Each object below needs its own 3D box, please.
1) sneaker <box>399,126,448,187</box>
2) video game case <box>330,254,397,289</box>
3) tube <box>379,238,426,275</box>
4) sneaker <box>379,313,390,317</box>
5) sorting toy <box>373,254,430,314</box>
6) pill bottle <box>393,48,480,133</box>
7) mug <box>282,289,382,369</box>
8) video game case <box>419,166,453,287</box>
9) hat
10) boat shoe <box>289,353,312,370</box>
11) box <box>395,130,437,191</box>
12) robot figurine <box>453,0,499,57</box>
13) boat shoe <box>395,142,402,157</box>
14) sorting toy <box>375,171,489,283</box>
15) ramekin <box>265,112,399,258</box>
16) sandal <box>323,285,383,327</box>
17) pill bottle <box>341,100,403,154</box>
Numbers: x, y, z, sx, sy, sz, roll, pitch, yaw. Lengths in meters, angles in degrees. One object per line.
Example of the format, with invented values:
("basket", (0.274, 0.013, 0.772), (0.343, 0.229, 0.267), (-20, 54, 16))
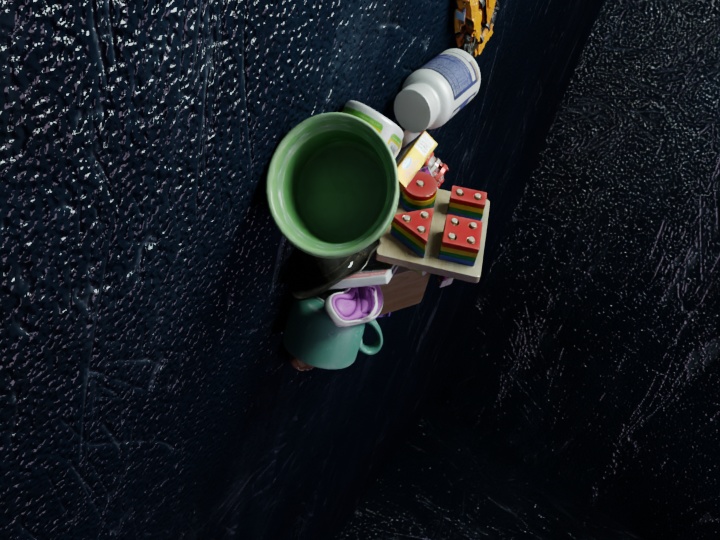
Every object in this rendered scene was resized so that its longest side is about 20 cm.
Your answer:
("sneaker", (0.136, -0.246, 1.449), (0.068, 0.106, 0.203), (-53, 161, -21))
("video game case", (0.000, 0.000, 1.331), (0.200, 0.139, 0.018), (-50, 132, -73))
("tube", (0.047, -0.054, 1.332), (0.052, 0.196, 0.059), (-51, 159, -35))
("sneaker", (0.052, 0.081, 1.750), (0.200, 0.082, 0.082), (-43, 156, -49))
("sorting toy", (0.047, 0.028, 1.532), (0.195, 0.071, 0.200), (-17, 155, -12))
("pill bottle", (0.145, -0.342, 1.322), (0.200, 0.109, 0.113), (-44, 157, -43))
("mug", (-0.054, 0.097, 1.329), (0.182, 0.151, 0.117), (-5, 120, -44))
("video game case", (0.157, -0.088, 1.457), (0.035, 0.205, 0.182), (-18, 163, -9))
("hat", (-0.060, -0.035, 1.232), (0.197, 0.082, 0.201), (-29, -163, 10))
("boat shoe", (-0.114, 0.174, 1.454), (0.070, 0.078, 0.200), (-22, 170, 0))
("box", (0.059, -0.181, 1.323), (0.120, 0.041, 0.199), (-54, -166, -25))
("robot figurine", (0.232, -0.520, 1.393), (0.147, 0.057, 0.201), (-58, 162, -12))
("boat shoe", (0.002, -0.170, 1.251), (0.200, 0.070, 0.070), (-48, 161, -14))
("sorting toy", (0.143, -0.095, 1.291), (0.071, 0.193, 0.203), (96, 8, -51))
("ramekin", (-0.033, -0.120, 1.017), (0.204, 0.197, 0.098), (-62, 170, 5))
("sandal", (0.003, 0.055, 1.269), (0.049, 0.084, 0.202), (-34, 178, 29))
("pill bottle", (-0.020, -0.160, 1.123), (0.204, 0.109, 0.111), (-62, 163, 3))
